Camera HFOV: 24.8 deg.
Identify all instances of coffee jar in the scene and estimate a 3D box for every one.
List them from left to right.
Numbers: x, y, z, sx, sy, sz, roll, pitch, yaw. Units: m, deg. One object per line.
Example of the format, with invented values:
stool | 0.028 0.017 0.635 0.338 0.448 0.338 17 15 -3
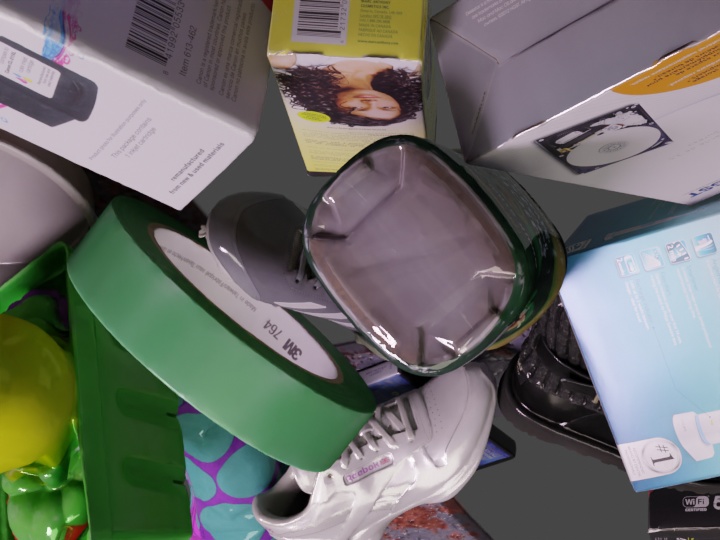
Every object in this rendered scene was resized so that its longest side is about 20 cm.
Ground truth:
coffee jar | 0.045 -0.010 0.807 0.085 0.104 0.200 -42 173 11

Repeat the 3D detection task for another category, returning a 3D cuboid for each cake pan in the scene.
cake pan | -0.254 -0.042 1.020 0.198 0.037 0.201 4 145 3

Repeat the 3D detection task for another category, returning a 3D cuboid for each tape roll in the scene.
tape roll | -0.081 0.037 0.972 0.200 0.200 0.048 35 97 -34

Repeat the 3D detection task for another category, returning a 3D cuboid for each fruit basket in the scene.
fruit basket | -0.207 0.089 0.984 0.215 0.217 0.155 29 139 -29

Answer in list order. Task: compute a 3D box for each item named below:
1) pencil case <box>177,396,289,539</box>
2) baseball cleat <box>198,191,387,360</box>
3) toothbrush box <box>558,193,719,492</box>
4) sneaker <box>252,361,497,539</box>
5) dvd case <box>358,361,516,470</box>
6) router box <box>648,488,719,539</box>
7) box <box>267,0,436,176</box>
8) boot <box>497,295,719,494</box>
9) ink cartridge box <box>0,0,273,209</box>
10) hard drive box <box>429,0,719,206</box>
pencil case | -0.105 0.114 1.153 0.092 0.085 0.201 -33 136 -16
baseball cleat | 0.000 0.000 1.004 0.106 0.070 0.199 -7 156 42
toothbrush box | 0.224 0.022 0.893 0.199 0.085 0.148 -17 102 30
sneaker | 0.010 0.130 1.128 0.200 0.075 0.099 -43 128 17
dvd case | -0.002 0.131 1.239 0.199 0.018 0.142 -23 136 34
router box | 0.307 0.216 1.267 0.148 0.063 0.201 -3 144 15
box | 0.000 -0.095 0.828 0.074 0.051 0.200 3 168 6
boot | 0.200 0.068 1.061 0.209 0.080 0.158 13 145 -7
ink cartridge box | -0.140 -0.142 0.764 0.199 0.147 0.083 25 144 -23
hard drive box | 0.157 -0.102 0.765 0.155 0.078 0.199 -26 160 38
